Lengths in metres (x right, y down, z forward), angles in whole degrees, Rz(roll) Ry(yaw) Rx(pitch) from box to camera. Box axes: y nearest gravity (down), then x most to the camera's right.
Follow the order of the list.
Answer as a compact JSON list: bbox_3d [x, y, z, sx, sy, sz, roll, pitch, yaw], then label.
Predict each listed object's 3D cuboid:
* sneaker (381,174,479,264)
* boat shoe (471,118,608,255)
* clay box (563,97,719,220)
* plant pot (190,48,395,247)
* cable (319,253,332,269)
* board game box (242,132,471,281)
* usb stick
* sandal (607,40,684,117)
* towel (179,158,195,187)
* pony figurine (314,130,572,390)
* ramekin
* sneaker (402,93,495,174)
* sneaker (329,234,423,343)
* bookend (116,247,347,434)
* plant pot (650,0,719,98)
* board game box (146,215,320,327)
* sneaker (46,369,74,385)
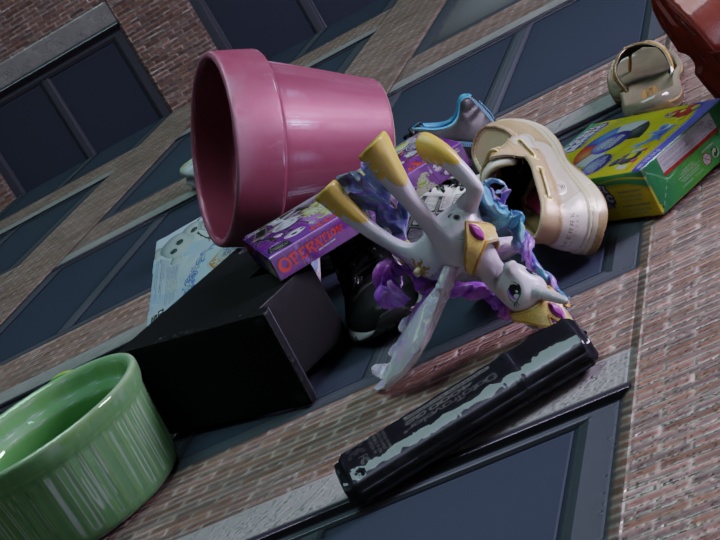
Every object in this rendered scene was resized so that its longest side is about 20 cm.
[{"bbox_3d":[0.059,-0.065,1.522,0.199,0.088,0.076,-24,14,20],"label":"sneaker"},{"bbox_3d":[0.134,-0.077,1.317,0.069,0.074,0.200,3,23,-25],"label":"boat shoe"},{"bbox_3d":[0.220,-0.089,1.358,0.115,0.048,0.199,-39,17,-27],"label":"clay box"},{"bbox_3d":[-0.067,-0.127,1.606,0.177,0.202,0.200,-4,6,-19],"label":"plant pot"},{"bbox_3d":[-0.058,-0.020,1.739,0.199,0.051,0.097,5,29,47],"label":"cable"},{"bbox_3d":[-0.006,-0.061,1.413,0.199,0.032,0.120,-31,20,-9],"label":"board game box"},{"bbox_3d":[0.073,0.096,1.080,0.199,0.033,0.055,-31,22,0],"label":"usb stick"},{"bbox_3d":[0.281,-0.198,1.576,0.080,0.054,0.200,-27,15,15],"label":"sandal"},{"bbox_3d":[-0.197,-0.188,2.515,0.171,0.048,0.200,-38,16,-12],"label":"towel"},{"bbox_3d":[0.061,-0.010,1.211,0.167,0.200,0.193,-46,4,-27],"label":"pony figurine"},{"bbox_3d":[-0.257,0.169,1.369,0.199,0.098,0.200,-29,15,8],"label":"ramekin"},{"bbox_3d":[0.059,-0.114,1.692,0.199,0.082,0.073,-32,16,3],"label":"sneaker"},{"bbox_3d":[0.000,0.000,1.425,0.075,0.088,0.200,-31,15,1],"label":"sneaker"},{"bbox_3d":[-0.083,0.046,1.436,0.198,0.093,0.200,-16,20,40],"label":"bookend"},{"bbox_3d":[0.359,-0.232,1.298,0.195,0.201,0.201,-37,14,5],"label":"plant pot"},{"bbox_3d":[-0.136,-0.007,1.701,0.198,0.043,0.201,-29,32,17],"label":"board game box"},{"bbox_3d":[-0.328,0.172,1.563,0.199,0.074,0.084,-36,10,22],"label":"sneaker"}]
